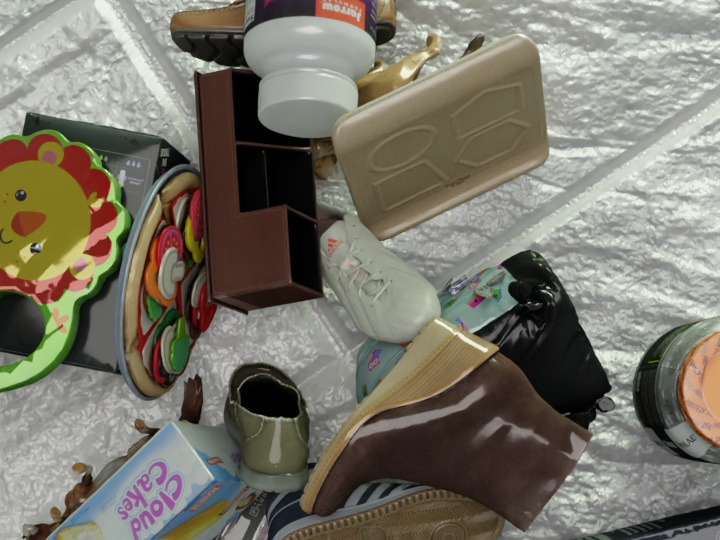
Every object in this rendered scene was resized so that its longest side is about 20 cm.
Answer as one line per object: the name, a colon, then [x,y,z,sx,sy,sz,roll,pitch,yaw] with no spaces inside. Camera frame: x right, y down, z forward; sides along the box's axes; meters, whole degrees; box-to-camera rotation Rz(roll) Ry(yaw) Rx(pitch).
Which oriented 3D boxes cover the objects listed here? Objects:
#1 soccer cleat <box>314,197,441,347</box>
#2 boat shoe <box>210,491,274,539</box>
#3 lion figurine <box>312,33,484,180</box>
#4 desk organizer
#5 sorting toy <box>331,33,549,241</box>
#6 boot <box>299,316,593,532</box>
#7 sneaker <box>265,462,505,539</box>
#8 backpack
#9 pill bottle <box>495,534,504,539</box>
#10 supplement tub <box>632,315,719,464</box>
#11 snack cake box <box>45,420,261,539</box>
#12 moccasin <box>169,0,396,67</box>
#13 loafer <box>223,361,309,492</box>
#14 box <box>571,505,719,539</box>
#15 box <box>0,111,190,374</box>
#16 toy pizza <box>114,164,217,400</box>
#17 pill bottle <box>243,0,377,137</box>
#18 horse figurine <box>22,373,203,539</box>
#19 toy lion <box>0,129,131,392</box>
soccer cleat: [0.000,0.000,1.643,0.069,0.200,0.078,-40,125,-6]
boat shoe: [-0.105,0.241,1.674,0.066,0.057,0.201,21,78,7]
lion figurine: [0.013,-0.147,1.668,0.122,0.200,0.073,-30,91,-36]
desk organizer: [-0.085,-0.071,1.637,0.077,0.072,0.201,-10,75,22]
sorting toy: [0.070,-0.114,1.653,0.184,0.200,0.037,-26,64,-2]
boot: [0.066,0.156,1.546,0.166,0.072,0.200,40,90,5]
sneaker: [0.015,0.201,1.630,0.199,0.109,0.071,-10,110,-9]
backpack: [0.095,0.089,1.653,0.199,0.127,0.167,-30,117,0]
pill bottle: [0.032,0.294,1.651,0.199,0.120,0.120,-9,86,-1]
supplement tub: [0.299,0.101,1.625,0.122,0.200,0.123,0,86,1]
snack cake box: [-0.184,0.218,1.632,0.200,0.115,0.067,-44,68,11]
moccasin: [-0.069,-0.230,1.715,0.200,0.074,0.078,-11,71,2]
loafer: [-0.072,0.116,1.628,0.075,0.200,0.070,3,109,-12]
box: [0.285,0.309,1.651,0.199,0.117,0.198,-13,86,0]
box: [-0.232,-0.018,1.658,0.123,0.149,0.201,10,85,5]
toy pizza: [-0.153,0.012,1.632,0.032,0.200,0.202,10,86,15]
pill bottle: [-0.041,-0.219,1.621,0.111,0.112,0.201,2,72,0]
horse figurine: [-0.205,0.174,1.670,0.200,0.133,0.050,-36,75,-16]
toy lion: [-0.276,-0.007,1.559,0.190,0.069,0.201,-10,83,1]
